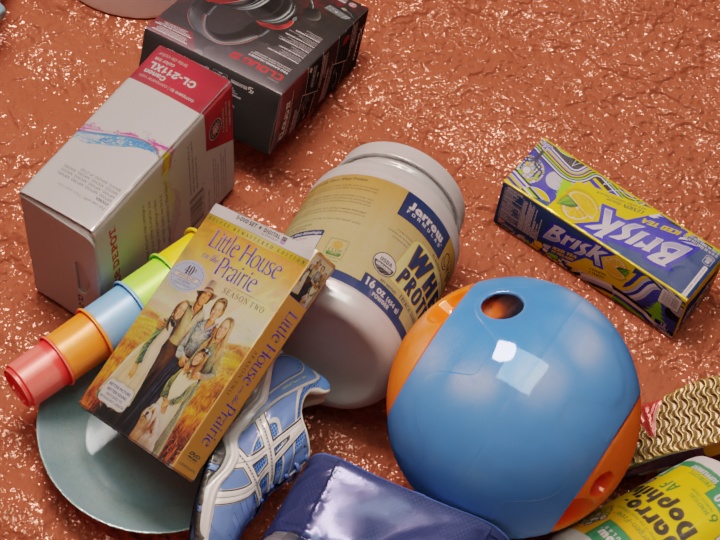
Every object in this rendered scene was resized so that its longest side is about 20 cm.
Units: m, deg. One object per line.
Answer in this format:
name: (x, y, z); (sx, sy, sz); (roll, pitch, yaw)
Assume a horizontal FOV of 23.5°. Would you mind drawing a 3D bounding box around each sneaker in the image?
sneaker: (-0.082, 0.151, 1.356); (0.076, 0.076, 0.201); (21, 66, -5)
sneaker: (0.238, 0.145, 1.447); (0.198, 0.090, 0.076); (-11, 62, 19)

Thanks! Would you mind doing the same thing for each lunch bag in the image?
lunch bag: (0.001, 0.243, 1.311); (0.199, 0.136, 0.133); (21, 56, 8)

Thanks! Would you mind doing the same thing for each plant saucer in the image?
plant saucer: (-0.165, 0.133, 1.430); (0.199, 0.039, 0.202); (2, 56, -3)

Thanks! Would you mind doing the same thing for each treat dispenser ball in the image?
treat dispenser ball: (0.119, 0.106, 1.348); (0.199, 0.202, 0.202); (3, 55, -4)

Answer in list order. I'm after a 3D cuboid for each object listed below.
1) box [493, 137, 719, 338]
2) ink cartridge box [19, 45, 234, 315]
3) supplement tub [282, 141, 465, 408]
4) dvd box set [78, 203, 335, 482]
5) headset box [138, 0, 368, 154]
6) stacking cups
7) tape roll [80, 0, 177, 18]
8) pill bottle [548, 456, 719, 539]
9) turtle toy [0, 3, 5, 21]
box: (0.222, -0.030, 1.564); (0.199, 0.065, 0.070); (35, 60, 17)
ink cartridge box: (-0.197, -0.071, 1.500); (0.082, 0.146, 0.200); (29, 57, 16)
supplement tub: (0.000, 0.000, 1.466); (0.143, 0.145, 0.201); (21, 50, 9)
dvd box set: (-0.123, 0.052, 1.365); (0.146, 0.029, 0.201); (25, 78, 47)
headset box: (-0.104, -0.202, 1.616); (0.148, 0.075, 0.200); (27, 43, 13)
stacking cups: (-0.206, 0.038, 1.434); (0.199, 0.061, 0.061); (-33, 64, -22)
tape roll: (-0.219, -0.350, 1.736); (0.200, 0.071, 0.204); (2, 56, -4)
pill bottle: (0.212, 0.235, 1.351); (0.199, 0.113, 0.113); (-25, 61, -20)
turtle toy: (-0.391, -0.292, 1.659); (0.144, 0.101, 0.201); (-11, 52, 15)
